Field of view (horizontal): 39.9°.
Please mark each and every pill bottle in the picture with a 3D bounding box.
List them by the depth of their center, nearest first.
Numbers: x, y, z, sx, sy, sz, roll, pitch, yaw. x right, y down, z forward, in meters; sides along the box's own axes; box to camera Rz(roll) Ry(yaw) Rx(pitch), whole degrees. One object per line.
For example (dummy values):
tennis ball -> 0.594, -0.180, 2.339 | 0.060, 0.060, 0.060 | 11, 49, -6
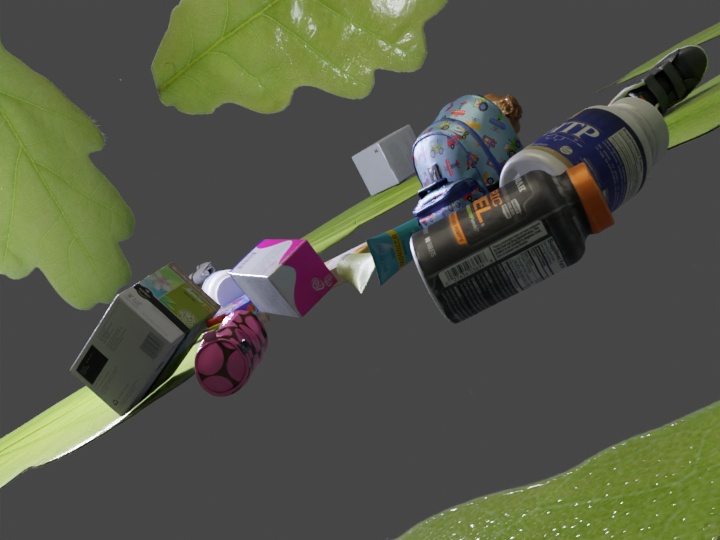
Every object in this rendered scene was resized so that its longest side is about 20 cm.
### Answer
pill bottle -> 0.159, -0.034, 1.027 | 0.198, 0.107, 0.106 | -28, 7, 12
pill bottle -> 0.267, -0.122, 1.155 | 0.199, 0.121, 0.119 | -34, 8, -32
pill bottle -> -0.306, 0.055, 2.306 | 0.111, 0.113, 0.200 | -31, 8, -13

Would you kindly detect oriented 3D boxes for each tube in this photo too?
tube -> 0.078, -0.048, 1.632 | 0.050, 0.078, 0.199 | -11, 14, 43
tube -> 0.000, 0.000, 1.696 | 0.051, 0.059, 0.200 | -14, 4, -10

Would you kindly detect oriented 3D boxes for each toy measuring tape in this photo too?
toy measuring tape -> -0.239, 0.110, 1.843 | 0.073, 0.074, 0.200 | -26, -2, 23

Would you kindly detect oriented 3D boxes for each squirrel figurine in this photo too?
squirrel figurine -> 0.344, -0.386, 2.696 | 0.186, 0.142, 0.200 | -38, 7, -18

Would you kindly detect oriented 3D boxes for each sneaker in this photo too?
sneaker -> 0.498, -0.300, 1.663 | 0.199, 0.079, 0.079 | -39, -1, 17
sneaker -> -0.677, 0.004, 4.396 | 0.114, 0.076, 0.200 | -26, 13, 24

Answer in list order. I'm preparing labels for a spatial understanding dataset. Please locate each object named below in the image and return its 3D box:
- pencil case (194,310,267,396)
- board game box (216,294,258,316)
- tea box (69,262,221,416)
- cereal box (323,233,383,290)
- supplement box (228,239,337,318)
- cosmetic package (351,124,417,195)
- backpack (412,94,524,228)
pencil case -> -0.187, 0.114, 1.460 | 0.090, 0.094, 0.200 | -29, 6, 5
board game box -> -0.271, 0.101, 2.103 | 0.134, 0.045, 0.200 | -31, 7, -11
tea box -> -0.390, 0.122, 1.812 | 0.201, 0.133, 0.197 | -51, -3, 27
cereal box -> -0.053, 0.004, 1.909 | 0.199, 0.040, 0.144 | -25, 9, 32
supplement box -> -0.143, 0.012, 1.801 | 0.101, 0.104, 0.199 | -44, 19, -19
cosmetic package -> 0.112, -0.409, 3.672 | 0.199, 0.169, 0.166 | -34, 9, -40
backpack -> 0.141, -0.113, 1.274 | 0.134, 0.202, 0.182 | -32, 8, -23
